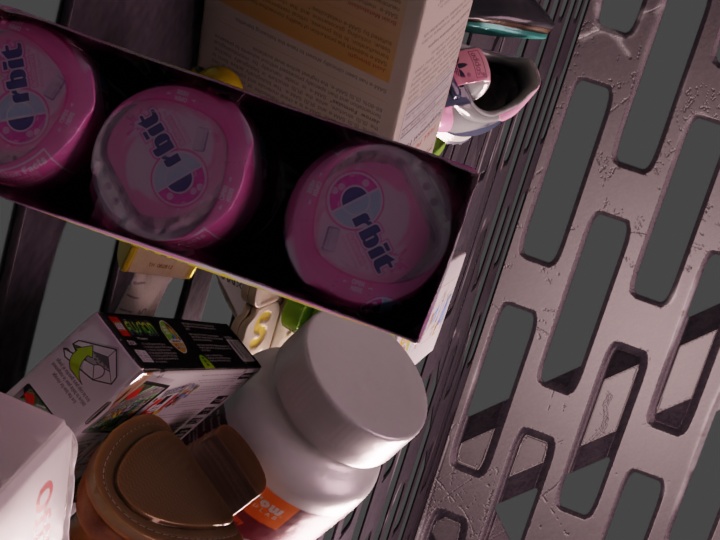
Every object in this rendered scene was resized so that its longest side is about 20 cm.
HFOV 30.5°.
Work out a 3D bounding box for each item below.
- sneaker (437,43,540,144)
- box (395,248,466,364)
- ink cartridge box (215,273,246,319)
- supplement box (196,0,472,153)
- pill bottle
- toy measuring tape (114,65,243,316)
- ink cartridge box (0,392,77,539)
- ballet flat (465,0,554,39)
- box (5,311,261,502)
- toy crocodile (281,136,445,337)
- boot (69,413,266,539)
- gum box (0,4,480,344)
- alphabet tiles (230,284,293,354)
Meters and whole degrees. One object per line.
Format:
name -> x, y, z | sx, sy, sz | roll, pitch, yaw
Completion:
sneaker -> 0.034, -0.123, 0.845 | 0.199, 0.082, 0.071 | -9, 81, -46
box -> 0.007, 0.022, 1.131 | 0.200, 0.112, 0.102 | -27, 137, -74
ink cartridge box -> -0.041, -0.019, 0.915 | 0.162, 0.050, 0.201 | -42, 153, -44
supplement box -> -0.010, -0.145, 0.686 | 0.074, 0.125, 0.201 | -47, 159, -45
pill bottle -> -0.056, 0.117, 0.803 | 0.200, 0.110, 0.110 | -44, -176, 32
toy measuring tape -> -0.106, -0.027, 0.666 | 0.201, 0.073, 0.074 | -58, 178, 36
ink cartridge box -> -0.190, 0.147, 0.463 | 0.200, 0.082, 0.148 | -54, 160, -55
ballet flat -> 0.045, -0.185, 0.859 | 0.073, 0.198, 0.074 | 18, -69, 61
box -> -0.123, 0.071, 0.658 | 0.110, 0.035, 0.200 | -41, 170, 5
toy crocodile -> 0.000, 0.000, 0.832 | 0.062, 0.067, 0.202 | -26, 137, -58
boot -> -0.135, 0.140, 0.646 | 0.155, 0.077, 0.200 | -37, 178, 5
gum box -> -0.059, -0.036, 0.510 | 0.113, 0.198, 0.067 | 22, 88, -86
alphabet tiles -> -0.025, 0.005, 0.894 | 0.200, 0.015, 0.197 | -22, 133, -60
